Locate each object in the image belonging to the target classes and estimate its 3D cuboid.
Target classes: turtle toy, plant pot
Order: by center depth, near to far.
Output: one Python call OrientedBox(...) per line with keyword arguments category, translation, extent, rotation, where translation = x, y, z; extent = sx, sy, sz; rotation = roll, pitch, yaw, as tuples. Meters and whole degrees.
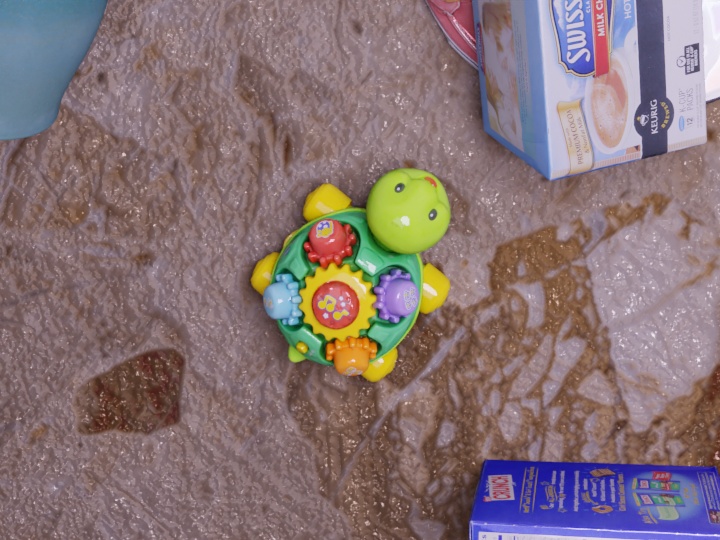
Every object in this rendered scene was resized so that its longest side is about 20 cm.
OrientedBox(category="plant pot", translation=(-0.291, -0.213, 1.145), extent=(0.198, 0.200, 0.189), rotation=(18, 119, 5))
OrientedBox(category="turtle toy", translation=(0.000, 0.000, 1.185), extent=(0.145, 0.101, 0.201), rotation=(37, 105, -1))

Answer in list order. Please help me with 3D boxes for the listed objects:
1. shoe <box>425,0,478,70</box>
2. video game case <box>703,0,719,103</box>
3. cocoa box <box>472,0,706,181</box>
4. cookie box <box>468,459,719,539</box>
OrientedBox(category="shoe", translation=(0.071, -0.231, 1.127), extent=(0.071, 0.091, 0.201), rotation=(-31, 96, 14))
OrientedBox(category="video game case", translation=(0.304, -0.240, 1.123), extent=(0.198, 0.026, 0.182), rotation=(-20, 99, 13))
OrientedBox(category="cocoa box", translation=(0.162, -0.189, 1.063), extent=(0.130, 0.133, 0.202), rotation=(-14, 115, -14))
OrientedBox(category="cookie box", translation=(0.190, 0.211, 1.167), extent=(0.198, 0.171, 0.076), rotation=(2, 100, 9))
